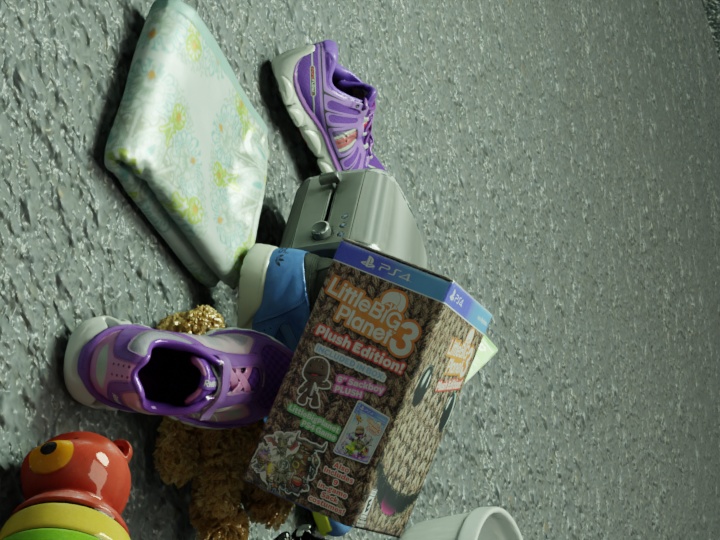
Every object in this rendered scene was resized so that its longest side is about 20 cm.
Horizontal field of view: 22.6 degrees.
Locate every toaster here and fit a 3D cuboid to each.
[{"bbox_3d":[0.000,0.000,1.659,0.200,0.113,0.130,63,27,-43],"label":"toaster"}]

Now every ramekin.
[{"bbox_3d":[0.100,0.347,1.855,0.200,0.105,0.201,-8,90,-67],"label":"ramekin"}]

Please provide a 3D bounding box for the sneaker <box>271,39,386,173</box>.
[{"bbox_3d":[-0.012,-0.140,1.742,0.081,0.083,0.200,-101,165,-45],"label":"sneaker"}]

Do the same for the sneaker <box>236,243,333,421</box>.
[{"bbox_3d":[-0.048,0.082,1.536,0.077,0.111,0.201,-35,131,-72],"label":"sneaker"}]

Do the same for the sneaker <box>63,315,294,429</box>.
[{"bbox_3d":[-0.119,0.081,1.351,0.199,0.088,0.081,8,88,-37],"label":"sneaker"}]

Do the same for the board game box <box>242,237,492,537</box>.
[{"bbox_3d":[0.010,0.096,1.415,0.201,0.097,0.159,-68,162,-4],"label":"board game box"}]

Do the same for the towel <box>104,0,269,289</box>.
[{"bbox_3d":[-0.138,-0.104,1.508,0.200,0.048,0.172,55,34,-47],"label":"towel"}]

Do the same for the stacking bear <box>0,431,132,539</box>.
[{"bbox_3d":[-0.201,0.195,1.207,0.201,0.121,0.114,-86,153,-42],"label":"stacking bear"}]

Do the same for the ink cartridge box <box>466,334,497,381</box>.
[{"bbox_3d":[0.020,0.133,1.617,0.048,0.145,0.200,49,46,1],"label":"ink cartridge box"}]

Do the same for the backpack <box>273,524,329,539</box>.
[{"bbox_3d":[0.018,0.328,1.563,0.200,0.190,0.155,44,60,-55],"label":"backpack"}]

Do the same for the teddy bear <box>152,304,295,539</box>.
[{"bbox_3d":[-0.108,0.128,1.450,0.144,0.067,0.201,-3,92,-32],"label":"teddy bear"}]

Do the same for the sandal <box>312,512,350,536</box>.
[{"bbox_3d":[0.008,0.180,1.716,0.200,0.087,0.080,-59,138,-53],"label":"sandal"}]

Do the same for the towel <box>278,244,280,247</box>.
[{"bbox_3d":[-0.040,0.018,1.735,0.200,0.023,0.153,-62,139,-56],"label":"towel"}]
